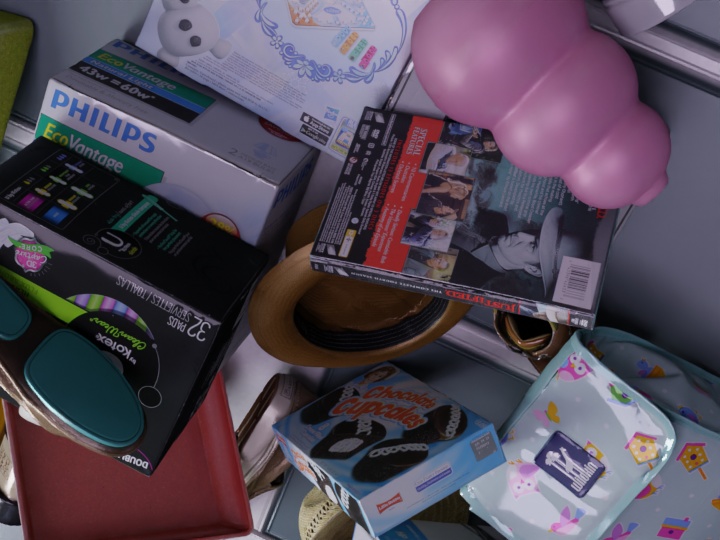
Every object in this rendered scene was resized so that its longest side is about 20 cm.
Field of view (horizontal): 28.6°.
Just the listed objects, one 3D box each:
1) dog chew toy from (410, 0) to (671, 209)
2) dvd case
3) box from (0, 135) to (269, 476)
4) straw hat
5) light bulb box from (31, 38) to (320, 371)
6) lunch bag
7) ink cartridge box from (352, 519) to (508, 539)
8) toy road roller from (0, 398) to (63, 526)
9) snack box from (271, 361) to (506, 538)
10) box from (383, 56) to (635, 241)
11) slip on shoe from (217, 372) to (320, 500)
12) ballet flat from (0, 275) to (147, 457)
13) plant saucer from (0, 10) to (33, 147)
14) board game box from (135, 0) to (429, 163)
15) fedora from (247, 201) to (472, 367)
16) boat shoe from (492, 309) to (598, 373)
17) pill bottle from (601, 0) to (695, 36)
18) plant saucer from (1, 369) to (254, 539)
[{"bbox_3d":[0.130,-0.122,0.957,0.200,0.125,0.125,44,117,-1],"label":"dog chew toy"},{"bbox_3d":[0.079,-0.041,0.995,0.199,0.146,0.022,11,146,11],"label":"dvd case"},{"bbox_3d":[-0.195,0.022,1.033,0.200,0.124,0.149,27,117,1],"label":"box"},{"bbox_3d":[-0.008,0.222,1.218,0.085,0.201,0.201,48,125,39],"label":"straw hat"},{"bbox_3d":[-0.162,-0.046,1.133,0.198,0.125,0.200,25,117,5],"label":"light bulb box"},{"bbox_3d":[0.197,0.145,1.085,0.200,0.122,0.171,23,118,-23],"label":"lunch bag"},{"bbox_3d":[0.086,0.285,1.133,0.199,0.086,0.147,8,99,-19],"label":"ink cartridge box"},{"bbox_3d":[-0.276,0.119,1.251,0.200,0.146,0.123,53,131,32],"label":"toy road roller"},{"bbox_3d":[0.017,0.133,1.100,0.116,0.200,0.037,-28,109,-16],"label":"snack box"},{"bbox_3d":[0.118,-0.098,1.068,0.200,0.060,0.117,28,117,3],"label":"box"},{"bbox_3d":[-0.096,0.176,1.242,0.060,0.076,0.200,29,113,-15],"label":"slip on shoe"},{"bbox_3d":[-0.232,0.061,0.960,0.200,0.068,0.072,40,138,-4],"label":"ballet flat"},{"bbox_3d":[-0.392,-0.139,1.160,0.199,0.048,0.201,17,92,9],"label":"plant saucer"},{"bbox_3d":[-0.045,-0.213,1.075,0.200,0.043,0.199,30,117,3],"label":"board game box"},{"bbox_3d":[0.000,0.000,1.102,0.200,0.082,0.201,-12,148,-8],"label":"fedora"},{"bbox_3d":[0.130,0.034,1.075,0.072,0.068,0.200,9,144,31],"label":"boat shoe"},{"bbox_3d":[0.161,-0.264,0.958,0.111,0.111,0.200,-29,102,24],"label":"pill bottle"},{"bbox_3d":[-0.198,0.134,1.155,0.037,0.199,0.200,-37,61,49],"label":"plant saucer"}]
